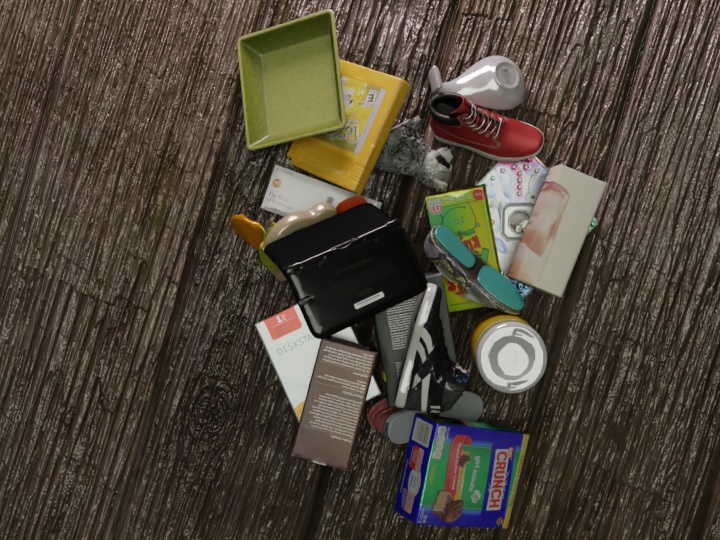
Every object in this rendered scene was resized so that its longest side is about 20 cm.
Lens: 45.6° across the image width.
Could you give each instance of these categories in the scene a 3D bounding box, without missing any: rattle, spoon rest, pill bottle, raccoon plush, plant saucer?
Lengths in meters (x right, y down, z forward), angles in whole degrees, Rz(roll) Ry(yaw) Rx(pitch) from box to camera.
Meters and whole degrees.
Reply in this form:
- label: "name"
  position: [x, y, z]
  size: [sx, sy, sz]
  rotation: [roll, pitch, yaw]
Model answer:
- label: "rattle"
  position: [-0.100, -0.088, 1.463]
  size: [0.200, 0.143, 0.130]
  rotation: [-42, 127, -4]
- label: "spoon rest"
  position: [0.197, -0.319, 1.459]
  size: [0.198, 0.061, 0.101]
  rotation: [-6, 78, -28]
- label: "pill bottle"
  position: [0.237, 0.126, 1.413]
  size: [0.109, 0.200, 0.113]
  rotation: [0, 95, 2]
- label: "raccoon plush"
  position: [0.066, -0.175, 1.493]
  size: [0.198, 0.097, 0.135]
  rotation: [-22, 103, 29]
- label: "plant saucer"
  position: [-0.110, -0.319, 1.466]
  size: [0.197, 0.048, 0.203]
  rotation: [-8, 86, 28]

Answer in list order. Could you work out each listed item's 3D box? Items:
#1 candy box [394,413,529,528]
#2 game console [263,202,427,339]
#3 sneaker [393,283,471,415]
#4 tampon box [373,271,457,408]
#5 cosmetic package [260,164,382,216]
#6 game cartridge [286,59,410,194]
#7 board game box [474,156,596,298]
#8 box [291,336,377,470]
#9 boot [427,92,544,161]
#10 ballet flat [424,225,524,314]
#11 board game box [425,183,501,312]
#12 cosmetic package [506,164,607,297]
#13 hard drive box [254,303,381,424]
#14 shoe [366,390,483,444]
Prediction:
- label: "candy box"
  position: [0.172, 0.339, 1.443]
  size: [0.198, 0.077, 0.171]
  rotation: [12, 91, -30]
- label: "game console"
  position: [-0.025, -0.005, 1.337]
  size: [0.198, 0.116, 0.178]
  rotation: [-24, 87, -15]
- label: "sneaker"
  position: [0.126, 0.127, 1.341]
  size: [0.110, 0.073, 0.203]
  rotation: [14, 99, -3]
- label: "tampon box"
  position: [0.089, 0.111, 1.447]
  size: [0.124, 0.150, 0.203]
  rotation: [-9, 91, 1]
- label: "cosmetic package"
  position: [-0.067, -0.113, 1.499]
  size: [0.198, 0.051, 0.084]
  rotation: [19, 91, 2]
- label: "game cartridge"
  position: [-0.027, -0.250, 1.459]
  size: [0.175, 0.032, 0.202]
  rotation: [26, 91, 36]
- label: "board game box"
  position: [0.279, -0.085, 1.497]
  size: [0.200, 0.026, 0.200]
  rotation: [-45, 89, 3]
- label: "box"
  position: [-0.041, 0.216, 1.418]
  size: [0.099, 0.075, 0.203]
  rotation: [15, 90, 1]
- label: "boot"
  position: [0.210, -0.241, 1.425]
  size: [0.197, 0.144, 0.073]
  rotation: [13, 83, 9]
- label: "ballet flat"
  position: [0.183, 0.009, 1.426]
  size: [0.200, 0.072, 0.072]
  rotation: [43, 92, 2]
- label: "board game box"
  position: [0.181, -0.038, 1.468]
  size: [0.100, 0.048, 0.203]
  rotation: [-10, 99, 15]
- label: "cosmetic package"
  position: [0.325, -0.065, 1.433]
  size: [0.086, 0.103, 0.202]
  rotation: [22, 90, 1]
- label: "hard drive box"
  position: [-0.072, 0.150, 1.491]
  size: [0.154, 0.077, 0.202]
  rotation: [-26, 90, 2]
- label: "shoe"
  position: [0.111, 0.243, 1.491]
  size: [0.198, 0.091, 0.072]
  rotation: [-11, 105, -27]
